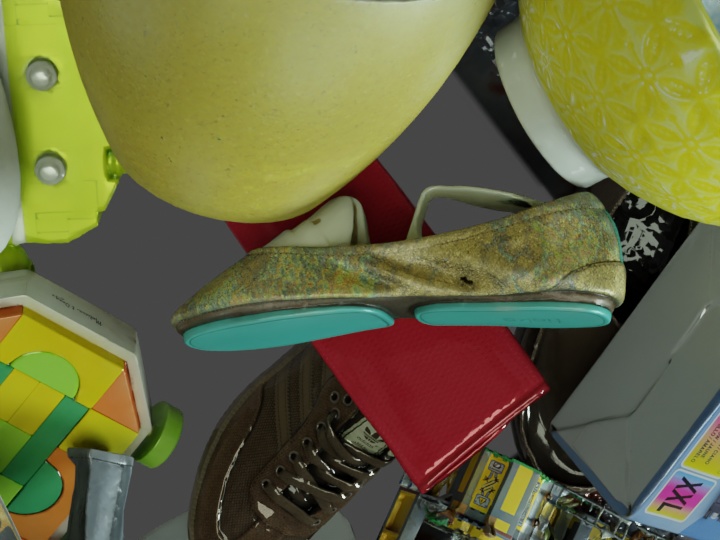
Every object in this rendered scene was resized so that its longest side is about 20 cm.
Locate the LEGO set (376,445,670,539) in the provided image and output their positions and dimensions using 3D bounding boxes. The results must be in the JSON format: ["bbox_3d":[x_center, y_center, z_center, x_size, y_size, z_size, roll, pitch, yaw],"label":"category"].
[{"bbox_3d":[0.086,0.167,1.034,0.199,0.154,0.117,29,82,-26],"label":"LEGO set"}]

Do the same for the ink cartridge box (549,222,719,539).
[{"bbox_3d":[0.207,0.064,1.013,0.199,0.076,0.137,18,114,-41],"label":"ink cartridge box"}]

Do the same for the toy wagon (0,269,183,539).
[{"bbox_3d":[-0.189,0.089,1.057,0.155,0.040,0.200,31,115,-24],"label":"toy wagon"}]

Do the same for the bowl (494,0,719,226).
[{"bbox_3d":[0.122,-0.095,0.927,0.107,0.200,0.201,-28,108,23],"label":"bowl"}]

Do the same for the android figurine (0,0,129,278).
[{"bbox_3d":[-0.190,-0.072,1.015,0.198,0.041,0.183,0,111,2],"label":"android figurine"}]

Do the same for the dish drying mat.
[{"bbox_3d":[0.000,0.000,0.994,0.077,0.018,0.200,-39,72,6],"label":"dish drying mat"}]

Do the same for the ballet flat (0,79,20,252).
[{"bbox_3d":[-0.191,-0.090,0.950,0.069,0.070,0.202,-3,109,2],"label":"ballet flat"}]

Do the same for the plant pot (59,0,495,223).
[{"bbox_3d":[-0.046,-0.107,0.931,0.199,0.201,0.143,14,124,-5],"label":"plant pot"}]

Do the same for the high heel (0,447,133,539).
[{"bbox_3d":[-0.201,0.144,0.983,0.199,0.071,0.144,10,82,-23],"label":"high heel"}]

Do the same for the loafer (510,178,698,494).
[{"bbox_3d":[0.115,0.022,1.029,0.072,0.071,0.201,9,111,-3],"label":"loafer"}]

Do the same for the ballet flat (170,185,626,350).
[{"bbox_3d":[0.016,-0.003,0.946,0.198,0.071,0.071,-4,111,10],"label":"ballet flat"}]

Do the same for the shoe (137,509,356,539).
[{"bbox_3d":[-0.097,0.179,1.098,0.199,0.072,0.091,-20,151,-14],"label":"shoe"}]

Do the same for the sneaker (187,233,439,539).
[{"bbox_3d":[-0.012,0.070,1.024,0.070,0.076,0.201,34,94,-20],"label":"sneaker"}]
